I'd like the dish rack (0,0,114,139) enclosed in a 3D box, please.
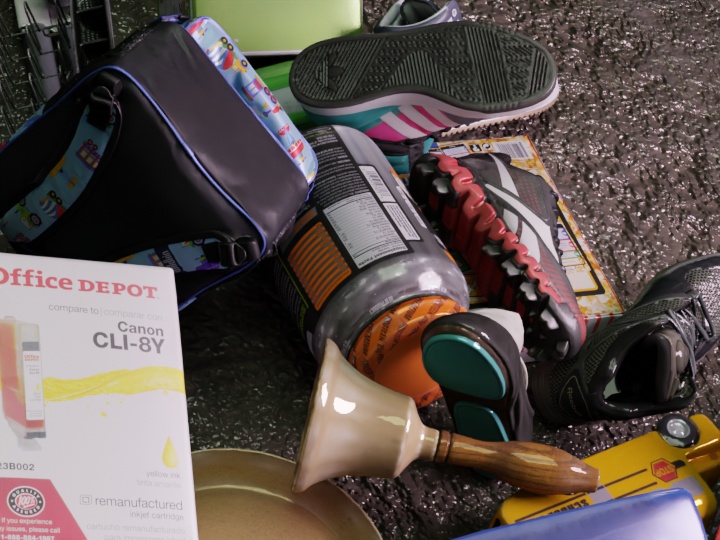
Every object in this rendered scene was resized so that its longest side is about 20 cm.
[{"bbox_3d":[-0.276,-0.142,1.574,0.198,0.055,0.154,-14,48,2],"label":"dish rack"}]

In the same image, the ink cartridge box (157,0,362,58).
[{"bbox_3d":[-0.065,-0.206,1.648,0.146,0.077,0.200,-4,6,-20],"label":"ink cartridge box"}]

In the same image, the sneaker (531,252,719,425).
[{"bbox_3d":[0.229,0.052,1.522,0.198,0.114,0.077,-29,104,-27],"label":"sneaker"}]

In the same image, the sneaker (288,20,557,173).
[{"bbox_3d":[0.055,-0.125,1.576,0.198,0.121,0.084,1,72,13],"label":"sneaker"}]

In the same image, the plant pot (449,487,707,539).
[{"bbox_3d":[0.106,0.261,1.228,0.198,0.200,0.181,-8,64,-27],"label":"plant pot"}]

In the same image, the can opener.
[{"bbox_3d":[-0.244,-0.185,1.665,0.052,0.067,0.201,-1,52,-17],"label":"can opener"}]

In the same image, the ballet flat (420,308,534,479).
[{"bbox_3d":[0.083,0.068,1.422,0.067,0.201,0.069,13,61,19],"label":"ballet flat"}]

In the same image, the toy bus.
[{"bbox_3d":[0.174,0.167,1.443,0.199,0.065,0.078,-17,53,-31],"label":"toy bus"}]

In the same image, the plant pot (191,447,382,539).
[{"bbox_3d":[-0.076,0.202,1.357,0.198,0.028,0.201,10,44,-9],"label":"plant pot"}]

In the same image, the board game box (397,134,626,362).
[{"bbox_3d":[0.096,-0.017,1.615,0.150,0.047,0.201,-5,48,-23],"label":"board game box"}]

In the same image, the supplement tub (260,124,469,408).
[{"bbox_3d":[0.000,0.000,1.505,0.122,0.123,0.201,-9,47,-25],"label":"supplement tub"}]

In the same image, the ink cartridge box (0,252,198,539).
[{"bbox_3d":[-0.186,0.096,1.295,0.144,0.083,0.202,6,61,-26],"label":"ink cartridge box"}]

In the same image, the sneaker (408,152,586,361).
[{"bbox_3d":[0.119,-0.018,1.537,0.097,0.071,0.201,-16,52,-27],"label":"sneaker"}]

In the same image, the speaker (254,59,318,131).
[{"bbox_3d":[-0.095,-0.111,1.618,0.199,0.089,0.089,-18,54,-32],"label":"speaker"}]

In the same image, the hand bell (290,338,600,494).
[{"bbox_3d":[0.061,0.119,1.386,0.198,0.105,0.105,14,44,-3],"label":"hand bell"}]

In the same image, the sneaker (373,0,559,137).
[{"bbox_3d":[0.087,-0.174,1.703,0.199,0.110,0.070,-17,17,-41],"label":"sneaker"}]

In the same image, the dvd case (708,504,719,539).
[{"bbox_3d":[0.324,0.152,1.429,0.145,0.202,0.022,16,10,-1],"label":"dvd case"}]

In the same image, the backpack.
[{"bbox_3d":[-0.155,-0.059,1.462,0.183,0.199,0.135,49,40,-11],"label":"backpack"}]
